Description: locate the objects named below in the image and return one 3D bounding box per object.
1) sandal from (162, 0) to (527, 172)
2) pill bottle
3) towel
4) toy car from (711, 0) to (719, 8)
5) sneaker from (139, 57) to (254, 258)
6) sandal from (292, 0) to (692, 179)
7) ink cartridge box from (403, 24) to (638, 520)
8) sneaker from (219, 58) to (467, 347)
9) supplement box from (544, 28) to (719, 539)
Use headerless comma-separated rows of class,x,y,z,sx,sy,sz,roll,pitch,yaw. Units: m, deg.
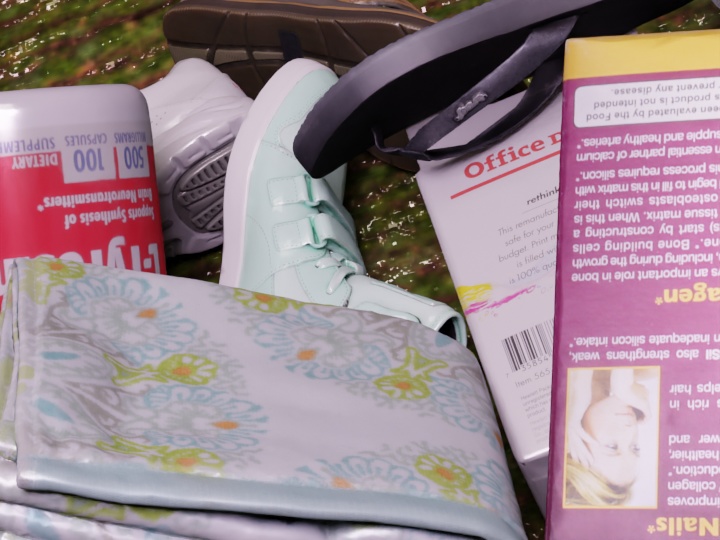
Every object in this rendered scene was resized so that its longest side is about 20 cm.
sandal,-0.002,-0.098,1.185,0.200,0.082,0.055,13,41,35
pill bottle,-0.135,0.026,1.071,0.112,0.112,0.200,-6,92,17
towel,-0.042,0.057,0.946,0.200,0.048,0.171,11,26,-9
toy car,0.230,-0.204,1.144,0.164,0.158,0.200,11,88,18
sneaker,-0.131,-0.029,1.186,0.200,0.078,0.099,-29,43,-7
sandal,0.064,-0.086,1.061,0.200,0.076,0.043,-26,77,3
ink cartridge box,0.098,-0.003,1.077,0.115,0.068,0.200,-22,53,5
sneaker,0.000,0.000,1.105,0.118,0.074,0.201,-1,67,27
supplement box,0.145,0.019,0.931,0.131,0.103,0.200,-1,77,21
